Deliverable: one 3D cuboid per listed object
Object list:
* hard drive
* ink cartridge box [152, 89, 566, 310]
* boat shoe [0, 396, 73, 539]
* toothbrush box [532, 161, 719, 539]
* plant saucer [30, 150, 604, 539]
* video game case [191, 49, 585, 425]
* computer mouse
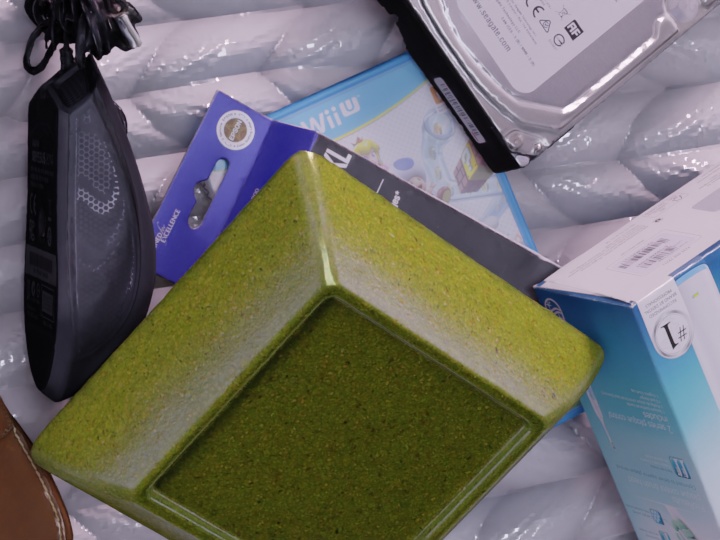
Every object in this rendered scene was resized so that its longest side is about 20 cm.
[{"bbox_3d":[0.105,-0.161,1.394,0.200,0.038,0.140,-39,102,-21],"label":"hard drive"},{"bbox_3d":[0.000,0.000,1.352,0.200,0.037,0.095,28,81,-15],"label":"ink cartridge box"},{"bbox_3d":[-0.198,0.068,1.284,0.072,0.068,0.200,-41,103,-16],"label":"boat shoe"},{"bbox_3d":[0.195,0.061,1.384,0.146,0.085,0.200,-32,112,-24],"label":"toothbrush box"},{"bbox_3d":[-0.013,0.074,1.291,0.200,0.048,0.200,33,109,-30],"label":"plant saucer"},{"bbox_3d":[0.019,0.005,1.384,0.143,0.018,0.200,-25,98,-16],"label":"video game case"},{"bbox_3d":[-0.119,-0.039,1.289,0.053,0.138,0.200,-1,100,-19],"label":"computer mouse"}]
